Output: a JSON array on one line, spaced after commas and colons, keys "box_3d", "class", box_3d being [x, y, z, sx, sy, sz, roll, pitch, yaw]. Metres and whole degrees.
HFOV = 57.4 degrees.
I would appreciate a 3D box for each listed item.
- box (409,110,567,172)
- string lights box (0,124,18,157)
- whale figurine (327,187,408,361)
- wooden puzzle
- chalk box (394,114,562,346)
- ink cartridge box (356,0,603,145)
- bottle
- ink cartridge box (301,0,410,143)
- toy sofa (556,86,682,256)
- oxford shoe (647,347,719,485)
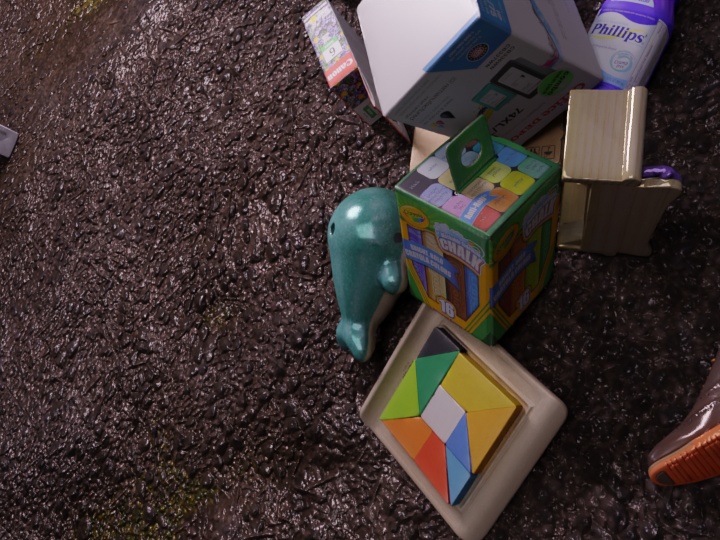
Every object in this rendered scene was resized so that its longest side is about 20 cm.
[{"box_3d": [0.159, -0.200, 0.814, 0.195, 0.021, 0.169, 1, 76, 33], "class": "box"}, {"box_3d": [-0.847, -0.313, 1.439, 0.196, 0.102, 0.061, 21, 87, 35], "class": "string lights box"}, {"box_3d": [0.000, 0.000, 0.792, 0.158, 0.101, 0.206, 25, 99, 65], "class": "whale figurine"}, {"box_3d": [0.098, 0.156, 0.715, 0.199, 0.037, 0.188, 41, 110, 34], "class": "wooden puzzle"}, {"box_3d": [0.120, -0.053, 0.668, 0.123, 0.203, 0.124, 32, 60, 34], "class": "chalk box"}, {"box_3d": [0.124, -0.240, 0.692, 0.146, 0.195, 0.150, -37, 57, 44], "class": "ink cartridge box"}, {"box_3d": [0.296, -0.262, 0.720, 0.082, 0.065, 0.204, 28, 91, 36], "class": "bottle"}, {"box_3d": [-0.007, -0.256, 0.884, 0.050, 0.108, 0.204, -31, 61, 19], "class": "ink cartridge box"}, {"box_3d": [0.238, -0.084, 0.620, 0.094, 0.200, 0.086, 6, 75, 18], "class": "toy sofa"}, {"box_3d": [0.334, 0.117, 0.589, 0.199, 0.071, 0.074, -40, 39, 11], "class": "oxford shoe"}]
